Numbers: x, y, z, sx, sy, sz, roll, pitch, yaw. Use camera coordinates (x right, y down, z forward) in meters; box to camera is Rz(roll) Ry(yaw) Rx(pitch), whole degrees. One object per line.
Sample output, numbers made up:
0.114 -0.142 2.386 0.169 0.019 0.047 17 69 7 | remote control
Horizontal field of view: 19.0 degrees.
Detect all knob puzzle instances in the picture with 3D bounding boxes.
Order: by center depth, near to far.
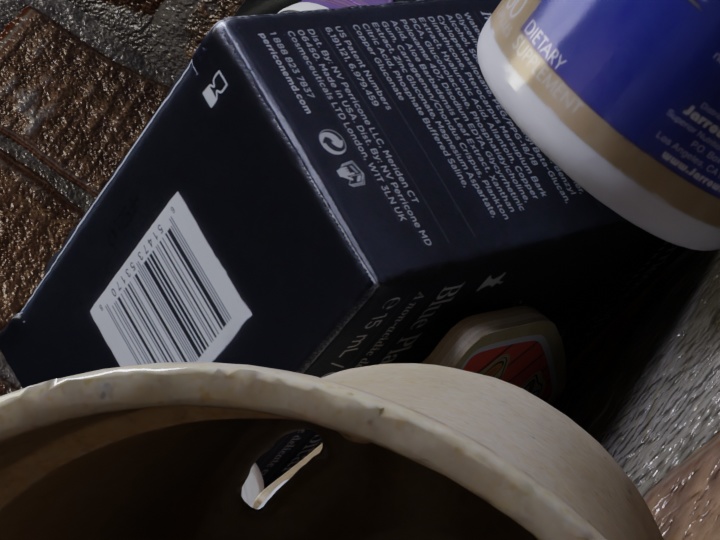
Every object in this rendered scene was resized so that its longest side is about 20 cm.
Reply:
0.021 0.092 0.785 0.220 0.030 0.220 -45 -21 -22 | knob puzzle

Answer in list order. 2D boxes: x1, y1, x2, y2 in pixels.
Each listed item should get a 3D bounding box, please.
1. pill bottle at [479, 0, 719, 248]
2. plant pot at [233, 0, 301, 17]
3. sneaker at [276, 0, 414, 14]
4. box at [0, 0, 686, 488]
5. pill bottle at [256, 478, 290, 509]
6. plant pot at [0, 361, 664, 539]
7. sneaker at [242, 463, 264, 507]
0.140 -0.115 0.711 0.200 0.116 0.116 -52 6 21 | pill bottle
0.087 -0.159 1.160 0.177 0.200 0.200 -27 26 55 | plant pot
0.058 -0.091 0.995 0.088 0.200 0.076 -41 -29 -32 | sneaker
0.000 0.000 0.833 0.199 0.118 0.197 -13 -26 -43 | box
-0.045 0.164 0.657 0.200 0.116 0.116 -52 6 22 | pill bottle
-0.005 0.103 0.457 0.201 0.200 0.183 -53 -5 15 | plant pot
-0.090 0.136 0.788 0.201 0.073 0.116 -58 -7 11 | sneaker
